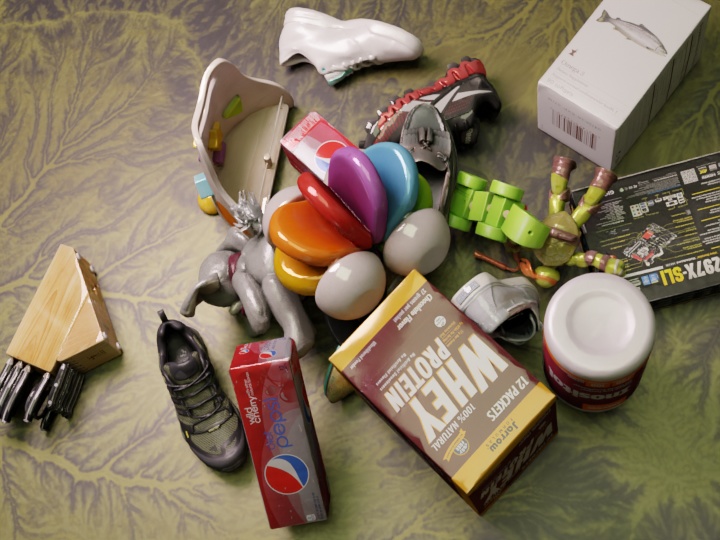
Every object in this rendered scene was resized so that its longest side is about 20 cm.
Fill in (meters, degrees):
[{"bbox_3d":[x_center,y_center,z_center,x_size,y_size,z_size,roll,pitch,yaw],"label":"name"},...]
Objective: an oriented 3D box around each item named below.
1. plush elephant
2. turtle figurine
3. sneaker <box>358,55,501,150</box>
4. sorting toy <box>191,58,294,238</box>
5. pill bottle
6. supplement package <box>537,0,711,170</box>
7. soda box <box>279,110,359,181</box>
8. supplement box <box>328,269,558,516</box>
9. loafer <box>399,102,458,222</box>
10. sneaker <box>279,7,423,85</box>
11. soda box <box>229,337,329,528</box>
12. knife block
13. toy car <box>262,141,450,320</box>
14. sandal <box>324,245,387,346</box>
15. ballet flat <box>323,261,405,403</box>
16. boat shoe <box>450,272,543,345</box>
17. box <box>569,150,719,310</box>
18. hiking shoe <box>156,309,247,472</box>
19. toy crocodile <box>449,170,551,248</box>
[{"bbox_3d":[-0.127,0.017,1.292,0.201,0.154,0.165,52,40,-13],"label":"plush elephant"},{"bbox_3d":[0.226,-0.049,1.259,0.199,0.064,0.163,19,91,38],"label":"turtle figurine"},{"bbox_3d":[0.095,-0.186,1.356,0.199,0.071,0.098,-32,70,-16],"label":"sneaker"},{"bbox_3d":[-0.166,-0.167,1.345,0.106,0.180,0.202,6,70,12],"label":"sorting toy"},{"bbox_3d":[0.253,0.087,1.164,0.112,0.200,0.114,-3,69,8],"label":"pill bottle"},{"bbox_3d":[0.320,-0.247,1.326,0.117,0.117,0.200,34,78,20],"label":"supplement package"},{"bbox_3d":[-0.008,-0.110,1.355,0.063,0.070,0.200,-45,70,-7],"label":"soda box"},{"bbox_3d":[0.097,0.138,1.172,0.133,0.197,0.200,-45,69,-6],"label":"supplement box"},{"bbox_3d":[0.080,-0.106,1.267,0.071,0.063,0.202,0,77,3],"label":"loafer"},{"bbox_3d":[-0.015,-0.286,1.433,0.198,0.075,0.089,13,84,20],"label":"sneaker"},{"bbox_3d":[-0.087,0.180,1.196,0.069,0.063,0.202,-10,108,5],"label":"soda box"},{"bbox_3d":[-0.398,0.091,1.349,0.174,0.064,0.201,-24,67,-1],"label":"knife block"},{"bbox_3d":[-0.010,-0.064,1.163,0.199,0.151,0.175,-32,55,-16],"label":"toy car"},{"bbox_3d":[-0.001,-0.001,1.247,0.075,0.048,0.203,5,74,-9],"label":"sandal"},{"bbox_3d":[0.018,0.068,1.284,0.070,0.071,0.201,16,70,15],"label":"ballet flat"},{"bbox_3d":[0.163,0.052,1.201,0.070,0.200,0.072,-44,69,16],"label":"boat shoe"},{"bbox_3d":[0.363,-0.041,1.277,0.198,0.049,0.161,-15,70,4],"label":"box"},{"bbox_3d":[-0.199,0.145,1.274,0.075,0.101,0.201,-30,67,-2],"label":"hiking shoe"},{"bbox_3d":[0.150,-0.072,1.277,0.200,0.061,0.068,27,99,60],"label":"toy crocodile"}]
